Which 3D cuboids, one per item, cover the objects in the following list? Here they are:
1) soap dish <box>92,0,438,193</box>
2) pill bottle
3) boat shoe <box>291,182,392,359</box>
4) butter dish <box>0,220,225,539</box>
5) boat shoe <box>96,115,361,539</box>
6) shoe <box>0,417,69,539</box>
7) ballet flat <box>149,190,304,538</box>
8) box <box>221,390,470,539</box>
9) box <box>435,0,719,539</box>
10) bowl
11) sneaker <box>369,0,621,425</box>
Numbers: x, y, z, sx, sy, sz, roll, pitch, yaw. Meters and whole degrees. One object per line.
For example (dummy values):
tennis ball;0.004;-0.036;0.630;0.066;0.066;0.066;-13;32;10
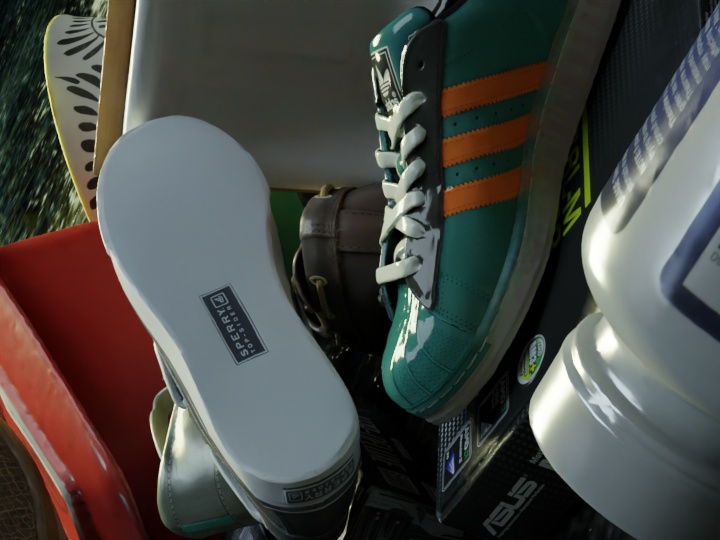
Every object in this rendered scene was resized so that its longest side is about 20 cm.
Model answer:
soap dish;-0.030;-0.133;1.069;0.081;0.157;0.201;-112;28;-62
pill bottle;0.129;-0.020;0.675;0.200;0.111;0.111;-60;18;24
boat shoe;0.000;0.000;1.066;0.200;0.059;0.072;116;159;-82
butter dish;-0.096;0.059;1.202;0.200;0.147;0.200;53;164;34
boat shoe;-0.051;0.025;0.999;0.068;0.071;0.200;86;159;-52
shoe;-0.157;0.147;1.127;0.200;0.070;0.053;61;167;20
ballet flat;-0.061;0.034;1.087;0.064;0.067;0.200;-23;37;21
box;-0.033;0.160;1.053;0.201;0.050;0.158;-65;16;7
box;0.091;-0.029;0.916;0.201;0.047;0.193;-85;20;-45
bowl;-0.084;-0.062;1.347;0.094;0.201;0.201;-22;31;10
sneaker;0.031;-0.048;0.904;0.071;0.080;0.201;163;126;-70
